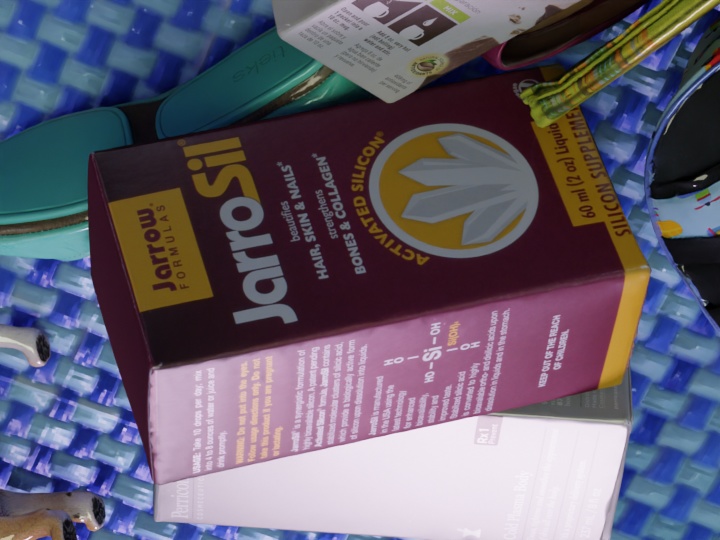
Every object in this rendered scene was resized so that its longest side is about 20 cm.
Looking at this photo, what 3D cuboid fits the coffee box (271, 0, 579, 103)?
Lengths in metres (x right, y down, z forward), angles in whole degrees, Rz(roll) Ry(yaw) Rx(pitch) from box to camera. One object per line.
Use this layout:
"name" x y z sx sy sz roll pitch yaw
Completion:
"coffee box" 0.060 -0.162 0.967 0.200 0.113 0.080 -27 149 28

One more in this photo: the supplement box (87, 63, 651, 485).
"supplement box" 0.000 0.000 1.041 0.200 0.110 0.086 -11 146 -12

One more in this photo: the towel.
"towel" 0.144 -0.118 0.977 0.018 0.086 0.200 54 137 0

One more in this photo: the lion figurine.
"lion figurine" -0.192 0.083 1.170 0.122 0.072 0.200 -10 104 17

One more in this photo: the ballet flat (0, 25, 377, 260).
"ballet flat" -0.080 -0.040 1.097 0.200 0.067 0.070 -23 133 15

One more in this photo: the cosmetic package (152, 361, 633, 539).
"cosmetic package" 0.011 0.055 1.120 0.200 0.090 0.107 1 143 -2

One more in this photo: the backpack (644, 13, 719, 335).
"backpack" 0.215 -0.056 1.043 0.200 0.135 0.183 -30 115 15

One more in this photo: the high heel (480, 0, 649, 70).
"high heel" 0.135 -0.134 1.020 0.200 0.096 0.067 -25 124 15
